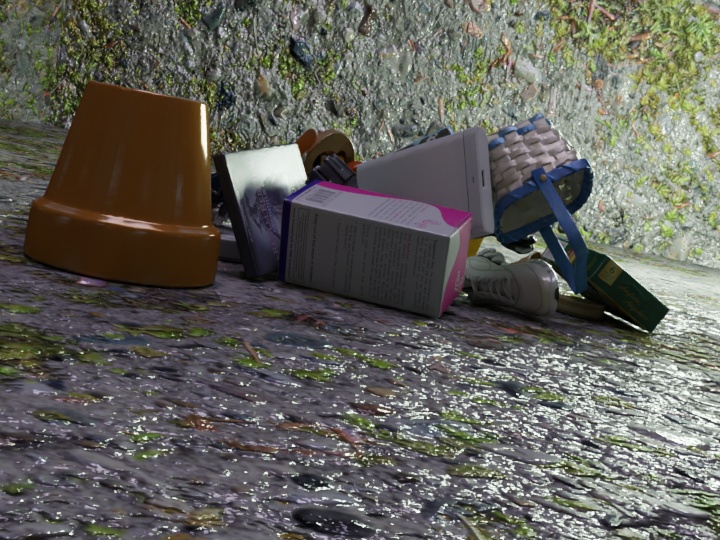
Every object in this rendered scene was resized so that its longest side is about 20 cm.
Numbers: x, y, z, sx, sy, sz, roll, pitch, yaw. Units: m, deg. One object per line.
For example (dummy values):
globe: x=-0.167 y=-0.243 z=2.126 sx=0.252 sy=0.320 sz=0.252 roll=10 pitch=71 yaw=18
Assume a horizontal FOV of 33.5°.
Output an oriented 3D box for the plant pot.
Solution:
plant pot: x=-0.233 y=-0.094 z=1.237 sx=0.199 sy=0.185 sz=0.200 roll=11 pitch=7 yaw=-1

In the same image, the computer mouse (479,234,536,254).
computer mouse: x=0.128 y=-0.063 z=1.611 sx=0.199 sy=0.053 sz=0.138 roll=18 pitch=9 yaw=-30

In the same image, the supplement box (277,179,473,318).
supplement box: x=0.017 y=-0.028 z=1.372 sx=0.199 sy=0.104 sz=0.101 roll=12 pitch=21 yaw=18

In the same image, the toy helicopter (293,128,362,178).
toy helicopter: x=-0.088 y=-0.122 z=1.716 sx=0.079 sy=0.200 sz=0.132 roll=38 pitch=-8 yaw=39

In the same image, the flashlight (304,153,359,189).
flashlight: x=0.022 y=-0.058 z=1.464 sx=0.200 sy=0.068 sz=0.068 roll=45 pitch=-23 yaw=3

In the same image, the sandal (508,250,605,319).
sandal: x=0.249 y=0.010 z=1.657 sx=0.211 sy=0.070 sz=0.077 roll=16 pitch=8 yaw=40

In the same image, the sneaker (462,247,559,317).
sneaker: x=0.177 y=0.019 z=1.509 sx=0.081 sy=0.076 sz=0.200 roll=-6 pitch=10 yaw=-26

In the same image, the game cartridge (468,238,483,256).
game cartridge: x=0.083 y=-0.057 z=1.813 sx=0.198 sy=0.033 sz=0.176 roll=9 pitch=-22 yaw=-1

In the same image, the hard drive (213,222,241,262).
hard drive: x=-0.180 y=-0.040 z=1.559 sx=0.131 sy=0.026 sz=0.200 roll=8 pitch=7 yaw=-22

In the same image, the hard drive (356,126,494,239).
hard drive: x=0.078 y=-0.092 z=1.512 sx=0.199 sy=0.133 sz=0.027 roll=-14 pitch=-15 yaw=42

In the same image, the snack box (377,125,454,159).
snack box: x=0.061 y=-0.140 z=1.826 sx=0.199 sy=0.037 sz=0.116 roll=-25 pitch=-24 yaw=4

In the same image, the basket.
basket: x=0.232 y=-0.078 z=1.505 sx=0.138 sy=0.201 sz=0.177 roll=-29 pitch=-23 yaw=-3

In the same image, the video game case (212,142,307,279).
video game case: x=-0.103 y=-0.075 z=1.421 sx=0.019 sy=0.144 sz=0.200 roll=-14 pitch=4 yaw=22

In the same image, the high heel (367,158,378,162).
high heel: x=0.093 y=-0.145 z=1.766 sx=0.199 sy=0.097 sz=0.067 roll=22 pitch=-24 yaw=-26

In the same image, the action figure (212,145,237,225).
action figure: x=-0.187 y=-0.103 z=1.507 sx=0.199 sy=0.103 sz=0.119 roll=16 pitch=30 yaw=17

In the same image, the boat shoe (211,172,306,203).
boat shoe: x=-0.151 y=-0.115 z=1.587 sx=0.199 sy=0.085 sz=0.069 roll=-1 pitch=12 yaw=31

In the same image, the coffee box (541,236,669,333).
coffee box: x=0.330 y=0.016 z=1.644 sx=0.123 sy=0.044 sz=0.200 roll=40 pitch=0 yaw=-15
